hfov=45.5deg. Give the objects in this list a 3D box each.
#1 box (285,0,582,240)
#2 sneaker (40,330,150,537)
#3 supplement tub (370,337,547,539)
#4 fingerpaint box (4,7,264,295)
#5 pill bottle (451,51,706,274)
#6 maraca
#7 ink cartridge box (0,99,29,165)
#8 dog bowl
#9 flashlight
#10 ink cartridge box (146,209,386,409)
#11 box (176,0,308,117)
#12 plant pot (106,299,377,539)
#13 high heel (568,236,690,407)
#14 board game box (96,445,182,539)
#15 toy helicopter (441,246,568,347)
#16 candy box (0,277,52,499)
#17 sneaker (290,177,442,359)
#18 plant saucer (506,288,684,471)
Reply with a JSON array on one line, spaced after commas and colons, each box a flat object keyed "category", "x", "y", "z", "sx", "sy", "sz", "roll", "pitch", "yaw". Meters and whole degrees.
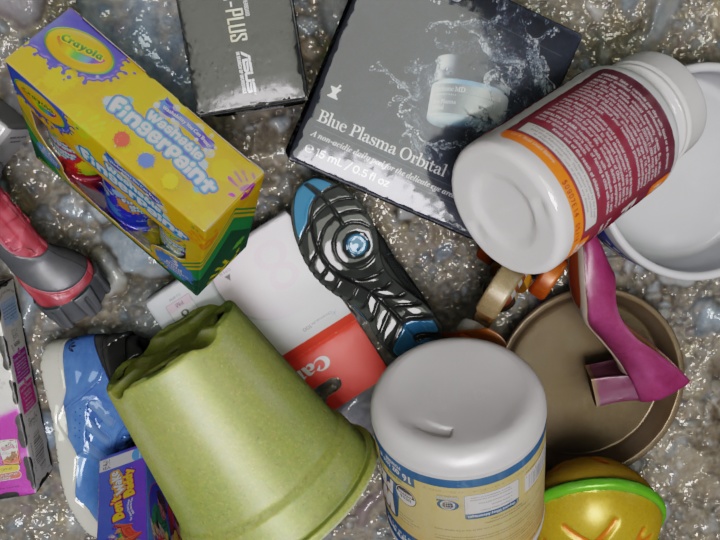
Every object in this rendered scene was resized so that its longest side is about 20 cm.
[{"category": "box", "x": 0.058, "y": -0.155, "z": 0.774, "sx": 0.196, "sy": 0.117, "sz": 0.201, "roll": 22, "pitch": 96, "yaw": -8}, {"category": "sneaker", "x": -0.226, "y": 0.156, "z": 0.822, "sx": 0.111, "sy": 0.077, "sz": 0.201, "roll": -10, "pitch": 94, "yaw": 6}, {"category": "supplement tub", "x": 0.089, "y": 0.175, "z": 0.752, "sx": 0.144, "sy": 0.145, "sz": 0.201, "roll": -11, "pitch": 128, "yaw": -3}, {"category": "fingerpaint box", "x": -0.185, "y": -0.088, "z": 0.711, "sx": 0.200, "sy": 0.167, "sz": 0.073, "roll": 41, "pitch": 68, "yaw": 2}, {"category": "pill bottle", "x": 0.179, "y": -0.092, "z": 0.686, "sx": 0.200, "sy": 0.114, "sz": 0.115, "roll": -34, "pitch": 103, "yaw": -27}, {"category": "maraca", "x": 0.235, "y": 0.253, "z": 0.851, "sx": 0.136, "sy": 0.107, "sz": 0.200, "roll": -10, "pitch": 139, "yaw": 18}, {"category": "ink cartridge box", "x": -0.416, "y": -0.095, "z": 0.757, "sx": 0.145, "sy": 0.084, "sz": 0.200, "roll": 39, "pitch": 94, "yaw": -11}, {"category": "dog bowl", "x": 0.312, "y": -0.096, "z": 0.826, "sx": 0.199, "sy": 0.079, "sz": 0.201, "roll": -1, "pitch": 100, "yaw": -5}, {"category": "flashlight", "x": -0.293, "y": -0.035, "z": 0.742, "sx": 0.068, "sy": 0.068, "sz": 0.200, "roll": -44, "pitch": 138, "yaw": -20}, {"category": "ink cartridge box", "x": -0.085, "y": 0.066, "z": 0.835, "sx": 0.162, "sy": 0.057, "sz": 0.201, "roll": -33, "pitch": 96, "yaw": 1}, {"category": "box", "x": -0.098, "y": -0.214, "z": 0.706, "sx": 0.086, "sy": 0.200, "sz": 0.165, "roll": -10, "pitch": 100, "yaw": -3}, {"category": "plant pot", "x": -0.116, "y": 0.135, "z": 0.753, "sx": 0.200, "sy": 0.200, "sz": 0.185, "roll": -32, "pitch": 105, "yaw": 1}, {"category": "high heel", "x": 0.255, "y": 0.040, "z": 0.815, "sx": 0.096, "sy": 0.068, "sz": 0.201, "roll": -14, "pitch": 121, "yaw": 6}, {"category": "board game box", "x": -0.178, "y": 0.278, "z": 0.783, "sx": 0.045, "sy": 0.135, "sz": 0.201, "roll": -19, "pitch": 125, "yaw": -2}, {"category": "toy helicopter", "x": 0.120, "y": 0.024, "z": 0.771, "sx": 0.079, "sy": 0.200, "sz": 0.133, "roll": 35, "pitch": 96, "yaw": 9}, {"category": "candy box", "x": -0.383, "y": 0.117, "z": 0.809, "sx": 0.136, "sy": 0.061, "sz": 0.201, "roll": -8, "pitch": 101, "yaw": -3}, {"category": "sneaker", "x": 0.000, "y": 0.000, "z": 0.812, "sx": 0.073, "sy": 0.082, "sz": 0.200, "roll": -33, "pitch": 103, "yaw": 3}, {"category": "plant saucer", "x": 0.232, "y": 0.113, "z": 0.881, "sx": 0.199, "sy": 0.029, "sz": 0.201, "roll": -1, "pitch": 99, "yaw": -5}]
